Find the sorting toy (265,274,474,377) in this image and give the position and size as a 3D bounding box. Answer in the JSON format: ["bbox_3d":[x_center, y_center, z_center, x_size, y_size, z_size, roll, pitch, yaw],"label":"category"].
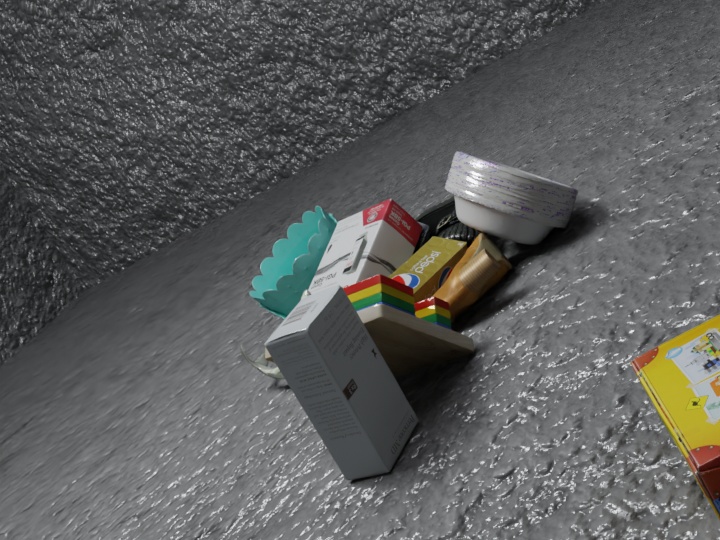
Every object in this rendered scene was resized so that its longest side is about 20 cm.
[{"bbox_3d":[0.011,0.079,1.270,0.198,0.199,0.070,-22,62,35],"label":"sorting toy"}]

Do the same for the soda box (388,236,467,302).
[{"bbox_3d":[0.089,0.027,1.492,0.067,0.065,0.200,13,39,37],"label":"soda box"}]

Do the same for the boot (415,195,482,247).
[{"bbox_3d":[0.140,-0.046,1.655,0.211,0.079,0.159,-38,21,41],"label":"boot"}]

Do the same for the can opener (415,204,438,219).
[{"bbox_3d":[0.099,-0.047,1.834,0.199,0.054,0.067,-38,48,-24],"label":"can opener"}]

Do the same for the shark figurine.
[{"bbox_3d":[-0.098,0.134,1.551,0.089,0.129,0.214,-10,-23,-42],"label":"shark figurine"}]

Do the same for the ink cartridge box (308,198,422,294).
[{"bbox_3d":[0.000,0.000,1.582,0.146,0.083,0.201,-21,38,47],"label":"ink cartridge box"}]

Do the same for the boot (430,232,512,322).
[{"bbox_3d":[0.149,0.020,1.443,0.144,0.071,0.201,-44,-3,15],"label":"boot"}]

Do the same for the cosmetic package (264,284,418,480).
[{"bbox_3d":[-0.019,0.132,1.135,0.074,0.201,0.102,-20,19,35],"label":"cosmetic package"}]

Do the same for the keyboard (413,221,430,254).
[{"bbox_3d":[0.074,-0.025,1.679,0.200,0.020,0.128,-148,75,-78],"label":"keyboard"}]

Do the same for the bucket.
[{"bbox_3d":[-0.085,0.006,1.739,0.207,0.134,0.208,-45,19,21],"label":"bucket"}]

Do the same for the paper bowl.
[{"bbox_3d":[0.227,-0.107,1.502,0.201,0.198,0.105,-124,50,-76],"label":"paper bowl"}]

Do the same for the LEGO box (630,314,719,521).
[{"bbox_3d":[0.316,0.105,0.766,0.148,0.078,0.200,-29,15,11],"label":"LEGO box"}]
